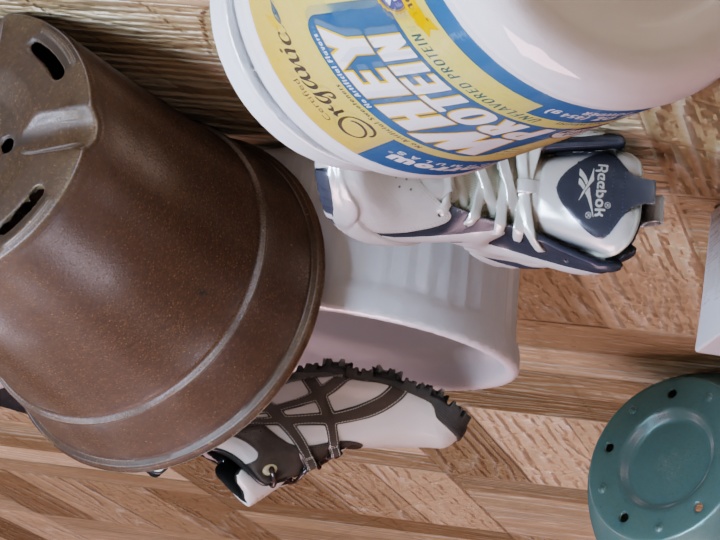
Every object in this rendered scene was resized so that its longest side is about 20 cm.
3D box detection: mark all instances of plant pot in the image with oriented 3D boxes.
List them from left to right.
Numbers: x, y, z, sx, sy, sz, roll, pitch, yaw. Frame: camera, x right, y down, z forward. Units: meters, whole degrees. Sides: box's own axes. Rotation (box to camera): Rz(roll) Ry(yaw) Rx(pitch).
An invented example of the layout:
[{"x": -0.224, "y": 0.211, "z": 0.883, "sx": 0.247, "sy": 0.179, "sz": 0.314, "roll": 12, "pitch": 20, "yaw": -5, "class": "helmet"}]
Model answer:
[{"x": -0.151, "y": -0.021, "z": 1.350, "sx": 0.200, "sy": 0.201, "sz": 0.198, "roll": 2, "pitch": 158, "yaw": 30, "class": "plant pot"}, {"x": 0.254, "y": 0.163, "z": 1.823, "sx": 0.200, "sy": 0.201, "sz": 0.161, "roll": -2, "pitch": 151, "yaw": 39, "class": "plant pot"}]

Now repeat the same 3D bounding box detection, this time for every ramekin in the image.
[{"x": 0.000, "y": 0.000, "z": 1.503, "sx": 0.200, "sy": 0.098, "sz": 0.200, "roll": 9, "pitch": 167, "yaw": 2, "class": "ramekin"}]

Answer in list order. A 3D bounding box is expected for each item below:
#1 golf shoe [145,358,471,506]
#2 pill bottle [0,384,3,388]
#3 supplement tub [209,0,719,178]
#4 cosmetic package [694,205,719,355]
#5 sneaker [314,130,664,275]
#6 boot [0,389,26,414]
[{"x": -0.037, "y": 0.096, "z": 1.520, "sx": 0.199, "sy": 0.095, "sz": 0.078, "roll": 9, "pitch": 166, "yaw": -6, "class": "golf shoe"}, {"x": -0.276, "y": 0.015, "z": 1.723, "sx": 0.199, "sy": 0.113, "sz": 0.113, "roll": 12, "pitch": 166, "yaw": -13, "class": "pill bottle"}, {"x": 0.042, "y": -0.111, "z": 0.910, "sx": 0.144, "sy": 0.145, "sz": 0.200, "roll": 16, "pitch": 165, "yaw": -24, "class": "supplement tub"}, {"x": 0.226, "y": -0.011, "z": 1.338, "sx": 0.050, "sy": 0.083, "sz": 0.200, "roll": 8, "pitch": 167, "yaw": -6, "class": "cosmetic package"}, {"x": 0.079, "y": -0.043, "z": 1.312, "sx": 0.129, "sy": 0.080, "sz": 0.199, "roll": -3, "pitch": 162, "yaw": 39, "class": "sneaker"}, {"x": -0.250, "y": 0.080, "z": 2.041, "sx": 0.203, "sy": 0.074, "sz": 0.154, "roll": 4, "pitch": 171, "yaw": 34, "class": "boot"}]
